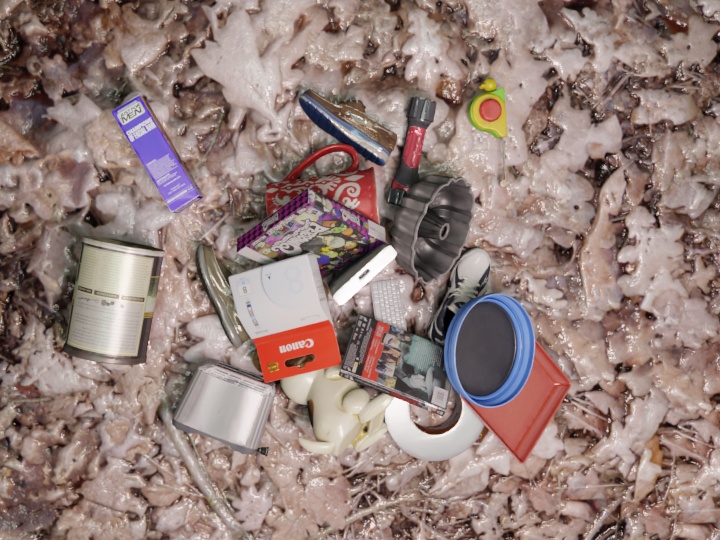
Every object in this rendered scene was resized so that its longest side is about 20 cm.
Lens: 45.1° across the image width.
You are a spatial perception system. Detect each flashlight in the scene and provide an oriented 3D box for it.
[{"bbox_3d":[0.099,-0.216,1.605,0.067,0.068,0.203,16,98,27],"label":"flashlight"}]

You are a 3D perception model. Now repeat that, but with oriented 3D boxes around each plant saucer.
[{"bbox_3d":[0.285,0.222,1.628,0.200,0.037,0.200,47,65,-17],"label":"plant saucer"}]

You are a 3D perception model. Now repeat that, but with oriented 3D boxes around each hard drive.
[{"bbox_3d":[0.000,0.000,1.542,0.132,0.200,0.026,-42,97,0],"label":"hard drive"}]

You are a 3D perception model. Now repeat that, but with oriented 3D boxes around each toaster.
[{"bbox_3d":[-0.236,0.247,1.579,0.198,0.114,0.131,21,89,-3],"label":"toaster"}]

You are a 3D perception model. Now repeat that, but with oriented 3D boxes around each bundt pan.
[{"bbox_3d":[0.123,-0.082,1.572,0.075,0.201,0.204,24,91,32],"label":"bundt pan"}]

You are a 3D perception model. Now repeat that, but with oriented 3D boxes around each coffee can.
[{"bbox_3d":[-0.433,0.051,1.529,0.144,0.146,0.203,11,92,-6],"label":"coffee can"}]

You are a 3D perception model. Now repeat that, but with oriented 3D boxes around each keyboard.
[{"bbox_3d":[0.058,0.114,1.613,0.055,0.011,0.203,-5,69,-8],"label":"keyboard"}]

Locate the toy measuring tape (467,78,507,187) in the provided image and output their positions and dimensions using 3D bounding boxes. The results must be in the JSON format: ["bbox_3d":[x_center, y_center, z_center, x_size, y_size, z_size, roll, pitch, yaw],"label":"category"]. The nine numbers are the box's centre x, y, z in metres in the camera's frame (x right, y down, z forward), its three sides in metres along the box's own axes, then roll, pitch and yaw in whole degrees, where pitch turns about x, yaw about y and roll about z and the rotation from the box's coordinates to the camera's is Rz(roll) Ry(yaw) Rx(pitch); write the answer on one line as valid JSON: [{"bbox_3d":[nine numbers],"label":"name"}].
[{"bbox_3d":[0.237,-0.256,1.620,0.072,0.074,0.203,-3,93,-6],"label":"toy measuring tape"}]

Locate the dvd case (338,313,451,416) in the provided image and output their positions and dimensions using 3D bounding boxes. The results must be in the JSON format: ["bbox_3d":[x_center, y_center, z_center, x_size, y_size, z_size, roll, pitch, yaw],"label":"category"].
[{"bbox_3d":[0.070,0.166,1.546,0.197,0.147,0.022,20,133,-1],"label":"dvd case"}]

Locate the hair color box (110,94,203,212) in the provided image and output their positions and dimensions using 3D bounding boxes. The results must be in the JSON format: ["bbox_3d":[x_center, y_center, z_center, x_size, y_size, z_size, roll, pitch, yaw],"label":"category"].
[{"bbox_3d":[-0.357,-0.204,1.541,0.064,0.109,0.201,-32,97,-3],"label":"hair color box"}]

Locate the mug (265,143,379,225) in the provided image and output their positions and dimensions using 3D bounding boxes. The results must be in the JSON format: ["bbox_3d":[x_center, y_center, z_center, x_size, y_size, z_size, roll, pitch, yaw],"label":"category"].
[{"bbox_3d":[-0.070,-0.126,1.585,0.197,0.179,0.134,-6,136,-1],"label":"mug"}]

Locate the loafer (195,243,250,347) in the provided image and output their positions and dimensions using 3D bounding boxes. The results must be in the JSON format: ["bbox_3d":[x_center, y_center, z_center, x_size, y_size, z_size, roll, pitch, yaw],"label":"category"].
[{"bbox_3d":[-0.244,0.039,1.593,0.069,0.075,0.202,-25,100,-16],"label":"loafer"}]

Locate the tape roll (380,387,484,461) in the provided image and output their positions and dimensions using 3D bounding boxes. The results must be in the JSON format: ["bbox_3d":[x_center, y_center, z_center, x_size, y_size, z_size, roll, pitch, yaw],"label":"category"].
[{"bbox_3d":[0.137,0.253,1.642,0.197,0.066,0.204,0,94,-5],"label":"tape roll"}]

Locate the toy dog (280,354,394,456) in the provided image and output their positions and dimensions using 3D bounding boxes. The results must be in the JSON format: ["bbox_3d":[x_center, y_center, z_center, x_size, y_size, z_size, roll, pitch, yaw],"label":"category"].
[{"bbox_3d":[-0.063,0.235,1.577,0.193,0.140,0.200,-34,58,-23],"label":"toy dog"}]

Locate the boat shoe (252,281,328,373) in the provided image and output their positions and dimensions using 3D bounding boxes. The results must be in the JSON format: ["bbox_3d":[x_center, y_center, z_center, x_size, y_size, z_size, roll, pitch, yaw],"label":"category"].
[{"bbox_3d":[-0.129,0.099,1.604,0.074,0.066,0.201,39,93,1],"label":"boat shoe"}]

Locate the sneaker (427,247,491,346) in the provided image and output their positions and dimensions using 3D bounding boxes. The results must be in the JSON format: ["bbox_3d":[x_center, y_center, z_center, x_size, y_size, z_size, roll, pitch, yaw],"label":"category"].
[{"bbox_3d":[0.194,0.055,1.603,0.079,0.130,0.200,33,90,-8],"label":"sneaker"}]

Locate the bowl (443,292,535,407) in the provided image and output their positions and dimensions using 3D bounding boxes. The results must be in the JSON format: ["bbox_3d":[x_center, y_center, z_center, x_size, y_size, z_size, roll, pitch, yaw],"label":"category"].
[{"bbox_3d":[0.229,0.141,1.546,0.198,0.039,0.204,-2,94,-35],"label":"bowl"}]

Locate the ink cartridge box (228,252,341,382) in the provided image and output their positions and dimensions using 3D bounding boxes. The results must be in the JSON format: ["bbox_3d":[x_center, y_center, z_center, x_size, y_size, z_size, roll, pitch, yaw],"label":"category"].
[{"bbox_3d":[-0.132,0.086,1.519,0.158,0.047,0.203,-15,88,18],"label":"ink cartridge box"}]

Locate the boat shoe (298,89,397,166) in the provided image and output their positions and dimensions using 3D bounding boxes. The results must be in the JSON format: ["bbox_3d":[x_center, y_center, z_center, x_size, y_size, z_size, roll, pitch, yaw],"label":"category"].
[{"bbox_3d":[-0.021,-0.276,1.597,0.199,0.072,0.073,35,78,-10],"label":"boat shoe"}]

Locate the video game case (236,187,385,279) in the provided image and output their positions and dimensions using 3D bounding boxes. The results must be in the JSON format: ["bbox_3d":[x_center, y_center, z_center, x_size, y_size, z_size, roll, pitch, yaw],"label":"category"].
[{"bbox_3d":[-0.087,-0.053,1.512,0.180,0.199,0.036,25,49,-38],"label":"video game case"}]
